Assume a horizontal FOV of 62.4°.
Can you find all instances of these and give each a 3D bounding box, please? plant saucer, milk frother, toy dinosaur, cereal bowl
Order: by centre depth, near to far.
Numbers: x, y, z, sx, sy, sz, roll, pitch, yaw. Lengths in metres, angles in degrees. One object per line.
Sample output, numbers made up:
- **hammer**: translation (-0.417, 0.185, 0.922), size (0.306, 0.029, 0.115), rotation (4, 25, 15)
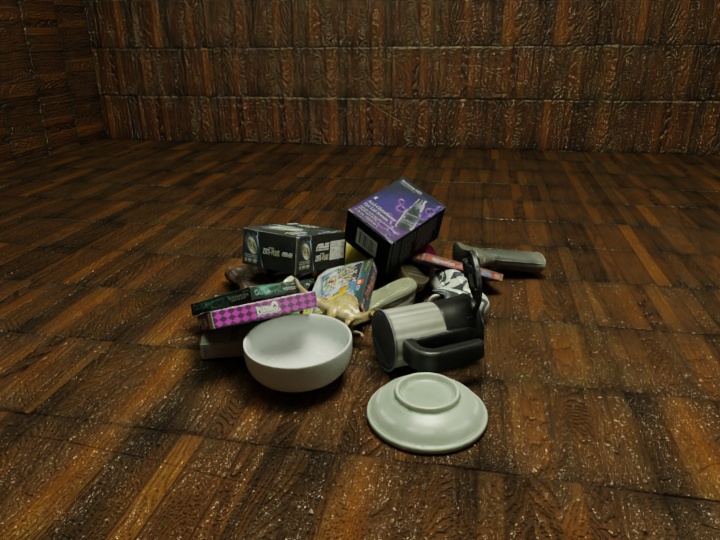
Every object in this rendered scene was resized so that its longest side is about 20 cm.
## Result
- **plant saucer**: translation (0.108, 0.214, 0.967), size (0.197, 0.051, 0.201), rotation (-1, 21, 0)
- **cereal bowl**: translation (-0.111, 0.157, 1.068), size (0.197, 0.085, 0.201), rotation (0, 22, 0)
- **milk frother**: translation (0.131, 0.073, 1.089), size (0.185, 0.203, 0.180), rotation (-9, 4, -20)
- **toy dinosaur**: translation (-0.050, 0.090, 1.188), size (0.197, 0.102, 0.058), rotation (17, -14, 16)
- **plant saucer**: translation (-0.021, -0.071, 1.550), size (0.198, 0.049, 0.200), rotation (-25, 18, 20)

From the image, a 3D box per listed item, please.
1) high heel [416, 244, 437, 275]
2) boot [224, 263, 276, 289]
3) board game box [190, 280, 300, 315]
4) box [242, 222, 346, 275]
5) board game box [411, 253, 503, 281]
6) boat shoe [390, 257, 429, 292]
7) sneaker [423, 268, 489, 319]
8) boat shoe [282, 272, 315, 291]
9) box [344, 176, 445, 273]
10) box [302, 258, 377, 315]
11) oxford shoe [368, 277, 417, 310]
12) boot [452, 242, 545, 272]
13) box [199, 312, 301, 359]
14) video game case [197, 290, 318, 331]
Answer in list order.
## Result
- **high heel**: translation (0.166, -0.052, 1.558), size (0.066, 0.098, 0.200), rotation (-4, 22, -7)
- **boot**: translation (-0.216, 0.022, 1.435), size (0.184, 0.065, 0.199), rotation (-22, 28, -24)
- **board game box**: translation (-0.238, 0.056, 1.226), size (0.198, 0.029, 0.134), rotation (-14, -4, 38)
- **box**: translation (-0.152, -0.056, 1.406), size (0.162, 0.088, 0.199), rotation (11, 13, 32)
- **board game box**: translation (0.229, -0.007, 1.418), size (0.197, 0.020, 0.103), rotation (15, -3, -14)
- **boat shoe**: translation (0.115, 0.019, 1.430), size (0.071, 0.069, 0.200), rotation (15, 17, -10)
- **sneaker**: translation (0.177, 0.054, 1.316), size (0.128, 0.080, 0.199), rotation (-2, 31, -28)
- **boat shoe**: translation (-0.131, 0.048, 1.356), size (0.066, 0.075, 0.199), rotation (42, 4, 7)
- **box**: translation (0.082, -0.111, 1.417), size (0.148, 0.105, 0.199), rotation (38, 54, 24)
- **box**: translation (-0.042, 0.051, 1.304), size (0.135, 0.038, 0.201), rotation (-13, 27, 17)
- **oxford shoe**: translation (0.036, 0.078, 1.305), size (0.198, 0.058, 0.075), rotation (-21, 31, -9)
- **boot**: translation (0.353, -0.034, 1.544), size (0.197, 0.074, 0.182), rotation (-4, 16, -12)
- **box**: translation (-0.220, 0.125, 1.215), size (0.197, 0.037, 0.145), rotation (-3, 22, -8)
- **video game case**: translation (-0.202, 0.079, 1.142), size (0.197, 0.036, 0.181), rotation (-11, -3, -25)
